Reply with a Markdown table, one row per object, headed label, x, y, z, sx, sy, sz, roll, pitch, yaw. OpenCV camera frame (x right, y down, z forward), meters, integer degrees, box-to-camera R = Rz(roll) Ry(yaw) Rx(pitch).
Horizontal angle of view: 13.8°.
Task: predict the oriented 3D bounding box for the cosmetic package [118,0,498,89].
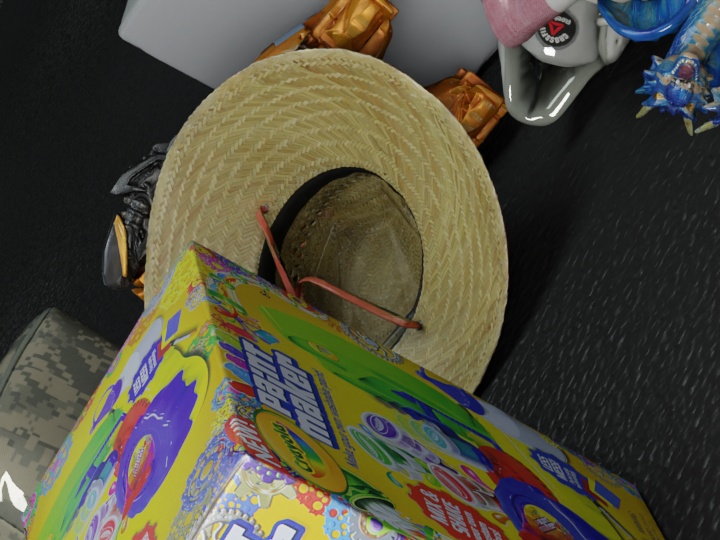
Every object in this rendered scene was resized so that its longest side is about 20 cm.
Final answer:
| label | x | y | z | sx | sy | sz | roll | pitch | yaw |
| --- | --- | --- | --- | --- | --- | --- | --- | --- | --- |
| cosmetic package | -0.001 | -0.197 | 1.538 | 0.167 | 0.166 | 0.201 | -47 | 22 | 41 |

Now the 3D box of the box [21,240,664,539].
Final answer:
| label | x | y | z | sx | sy | sz | roll | pitch | yaw |
| --- | --- | --- | --- | --- | --- | --- | --- | --- | --- |
| box | 0.002 | 0.114 | 0.958 | 0.122 | 0.192 | 0.200 | -58 | 17 | 12 |

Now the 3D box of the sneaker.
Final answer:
| label | x | y | z | sx | sy | sz | roll | pitch | yaw |
| --- | --- | --- | --- | --- | --- | --- | --- | --- | --- |
| sneaker | 0.100 | -0.134 | 1.253 | 0.200 | 0.074 | 0.089 | 101 | -177 | -56 |

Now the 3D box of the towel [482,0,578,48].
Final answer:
| label | x | y | z | sx | sy | sz | roll | pitch | yaw |
| --- | --- | --- | --- | --- | --- | --- | --- | --- | --- |
| towel | 0.096 | -0.192 | 1.159 | 0.200 | 0.023 | 0.145 | -35 | 60 | 54 |

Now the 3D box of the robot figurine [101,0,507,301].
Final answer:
| label | x | y | z | sx | sy | sz | roll | pitch | yaw |
| --- | --- | --- | --- | --- | --- | --- | --- | --- | --- |
| robot figurine | -0.030 | -0.033 | 1.403 | 0.200 | 0.145 | 0.058 | -52 | 10 | 1 |

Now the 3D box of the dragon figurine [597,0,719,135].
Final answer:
| label | x | y | z | sx | sy | sz | roll | pitch | yaw |
| --- | --- | --- | --- | --- | --- | --- | --- | --- | --- |
| dragon figurine | 0.132 | -0.106 | 1.164 | 0.100 | 0.059 | 0.200 | -59 | 16 | 8 |

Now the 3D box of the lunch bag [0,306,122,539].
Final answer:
| label | x | y | z | sx | sy | sz | roll | pitch | yaw |
| --- | --- | --- | --- | --- | --- | --- | --- | --- | --- |
| lunch bag | -0.120 | 0.143 | 1.302 | 0.200 | 0.167 | 0.140 | -57 | 3 | 33 |

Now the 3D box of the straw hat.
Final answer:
| label | x | y | z | sx | sy | sz | roll | pitch | yaw |
| --- | --- | --- | --- | --- | --- | --- | --- | --- | --- |
| straw hat | 0.000 | 0.000 | 1.333 | 0.201 | 0.201 | 0.085 | -55 | -23 | 22 |
